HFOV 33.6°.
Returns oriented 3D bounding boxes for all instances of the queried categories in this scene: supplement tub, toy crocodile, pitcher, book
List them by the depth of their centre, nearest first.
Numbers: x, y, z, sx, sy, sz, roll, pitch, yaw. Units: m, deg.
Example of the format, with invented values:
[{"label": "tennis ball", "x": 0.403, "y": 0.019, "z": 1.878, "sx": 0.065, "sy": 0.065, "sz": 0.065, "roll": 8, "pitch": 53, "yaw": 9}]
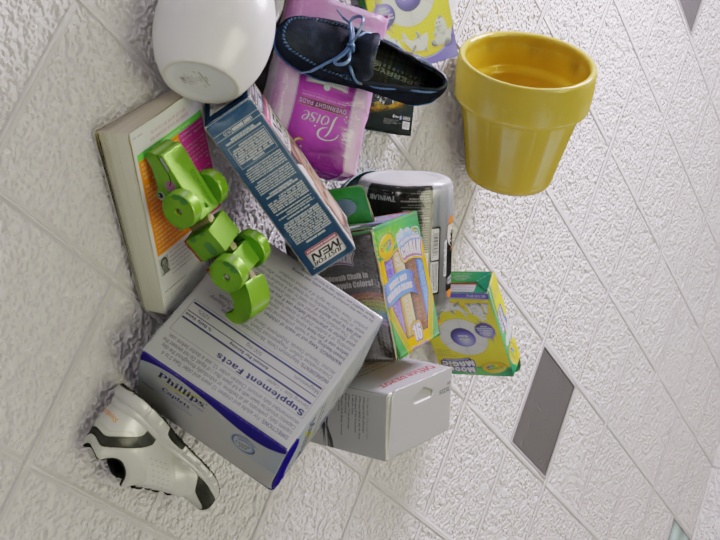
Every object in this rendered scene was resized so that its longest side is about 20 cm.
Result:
[{"label": "toy crocodile", "x": -0.151, "y": -0.039, "z": 1.190, "sx": 0.201, "sy": 0.062, "sz": 0.068, "roll": 57, "pitch": 36, "yaw": -16}, {"label": "pitcher", "x": -0.131, "y": -0.265, "z": 1.227, "sx": 0.172, "sy": 0.120, "sz": 0.201, "roll": 48, "pitch": 47, "yaw": -56}, {"label": "book", "x": -0.194, "y": -0.075, "z": 1.238, "sx": 0.134, "sy": 0.048, "sz": 0.201, "roll": -43, "pitch": 132, "yaw": -48}, {"label": "supplement tub", "x": 0.055, "y": -0.020, "z": 1.509, "sx": 0.122, "sy": 0.122, "sz": 0.202, "roll": -18, "pitch": 113, "yaw": -53}]

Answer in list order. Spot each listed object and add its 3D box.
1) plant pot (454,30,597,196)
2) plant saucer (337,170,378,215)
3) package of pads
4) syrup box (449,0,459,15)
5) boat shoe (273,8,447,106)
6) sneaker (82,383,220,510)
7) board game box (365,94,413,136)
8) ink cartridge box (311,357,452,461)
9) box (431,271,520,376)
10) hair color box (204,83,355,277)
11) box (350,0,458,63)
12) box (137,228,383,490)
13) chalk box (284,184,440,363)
[{"label": "plant pot", "x": 0.226, "y": -0.220, "z": 1.721, "sx": 0.201, "sy": 0.200, "sz": 0.190, "roll": -37, "pitch": 144, "yaw": -46}, {"label": "plant saucer", "x": -0.002, "y": -0.031, "z": 1.553, "sx": 0.200, "sy": 0.027, "sz": 0.202, "roll": -20, "pitch": 114, "yaw": -54}, {"label": "package of pads", "x": -0.047, "y": -0.211, "z": 1.359, "sx": 0.120, "sy": 0.076, "sz": 0.201, "roll": 14, "pitch": 84, "yaw": -18}, {"label": "syrup box", "x": 0.102, "y": -0.418, "z": 1.566, "sx": 0.201, "sy": 0.078, "sz": 0.082, "roll": -64, "pitch": 144, "yaw": -23}, {"label": "boat shoe", "x": 0.006, "y": -0.239, "z": 1.303, "sx": 0.199, "sy": 0.069, "sz": 0.085, "roll": 10, "pitch": 85, "yaw": -20}, {"label": "sneaker", "x": -0.221, "y": 0.202, "z": 1.258, "sx": 0.080, "sy": 0.074, "sz": 0.200, "roll": -50, "pitch": 134, "yaw": -17}, {"label": "board game box", "x": 0.010, "y": -0.248, "z": 1.515, "sx": 0.199, "sy": 0.028, "sz": 0.136, "roll": 1, "pitch": 97, "yaw": -56}, {"label": "ink cartridge box", "x": -0.010, "y": 0.151, "z": 1.428, "sx": 0.145, "sy": 0.199, "sz": 0.084, "roll": -15, "pitch": 110, "yaw": -54}, {"label": "box", "x": 0.157, "y": 0.088, "z": 1.728, "sx": 0.201, "sy": 0.117, "sz": 0.049, "roll": 66, "pitch": 35, "yaw": -40}, {"label": "hair color box", "x": -0.085, "y": -0.101, "z": 1.265, "sx": 0.200, "sy": 0.060, "sz": 0.100, "roll": 55, "pitch": 8, "yaw": -23}, {"label": "box", "x": 0.045, "y": -0.344, "z": 1.441, "sx": 0.117, "sy": 0.048, "sz": 0.201, "roll": -21, "pitch": 110, "yaw": -21}, {"label": "box", "x": -0.107, "y": 0.092, "z": 1.269, "sx": 0.200, "sy": 0.183, "sz": 0.105, "roll": -52, "pitch": 171, "yaw": -36}, {"label": "chalk box", "x": 0.000, "y": 0.000, "z": 1.403, "sx": 0.124, "sy": 0.124, "sz": 0.202, "roll": -21, "pitch": 103, "yaw": -60}]
